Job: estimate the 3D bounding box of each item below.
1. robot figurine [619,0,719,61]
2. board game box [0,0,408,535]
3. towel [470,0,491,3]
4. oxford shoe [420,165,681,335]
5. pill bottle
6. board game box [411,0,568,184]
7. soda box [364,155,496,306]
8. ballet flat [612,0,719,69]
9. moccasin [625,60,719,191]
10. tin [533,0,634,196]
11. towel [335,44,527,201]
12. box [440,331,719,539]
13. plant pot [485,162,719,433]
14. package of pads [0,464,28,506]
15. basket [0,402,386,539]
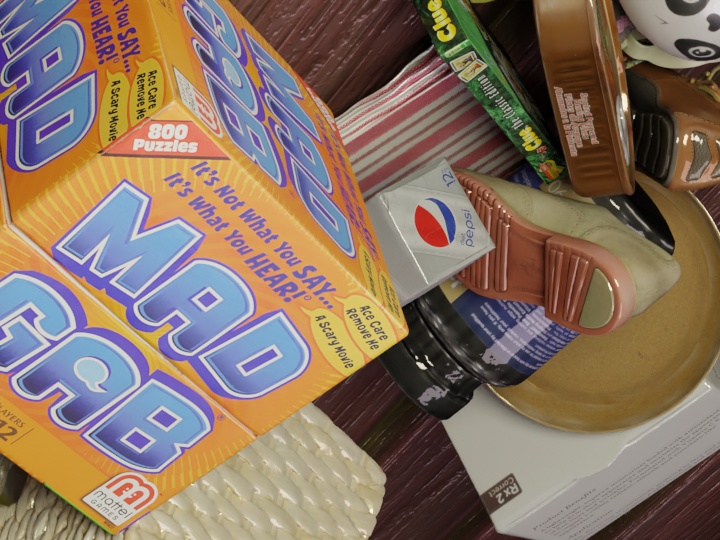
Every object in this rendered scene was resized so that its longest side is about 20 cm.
[{"bbox_3d":[0.247,-0.207,1.252,0.199,0.151,0.125,-26,180,-6],"label":"robot figurine"},{"bbox_3d":[-0.128,-0.030,1.087,0.199,0.200,0.200,-35,130,14],"label":"board game box"},{"bbox_3d":[0.111,-0.232,1.211,0.086,0.018,0.200,-20,151,-15],"label":"towel"},{"bbox_3d":[0.113,-0.018,1.308,0.074,0.200,0.071,-19,127,-36],"label":"oxford shoe"},{"bbox_3d":[0.105,0.007,1.399,0.200,0.112,0.112,-41,150,14],"label":"pill bottle"},{"bbox_3d":[0.070,-0.132,1.251,0.023,0.105,0.200,-29,152,11],"label":"board game box"},{"bbox_3d":[0.000,0.000,1.345,0.063,0.069,0.200,-29,178,-35],"label":"soda box"},{"bbox_3d":[0.231,-0.168,1.366,0.199,0.071,0.069,-17,146,-19],"label":"ballet flat"},{"bbox_3d":[0.209,-0.099,1.357,0.077,0.201,0.074,3,101,-11],"label":"moccasin"},{"bbox_3d":[0.132,-0.129,1.232,0.042,0.112,0.201,-4,139,15],"label":"tin"},{"bbox_3d":[0.031,-0.075,1.399,0.146,0.030,0.200,-31,155,8],"label":"towel"},{"bbox_3d":[0.165,0.073,1.576,0.199,0.201,0.131,-37,152,19],"label":"box"},{"bbox_3d":[0.162,0.014,1.459,0.200,0.201,0.027,-35,178,15],"label":"plant pot"},{"bbox_3d":[-0.196,0.161,1.407,0.154,0.200,0.068,0,124,-39],"label":"package of pads"},{"bbox_3d":[-0.112,0.161,1.233,0.160,0.199,0.200,-17,131,35],"label":"basket"}]
